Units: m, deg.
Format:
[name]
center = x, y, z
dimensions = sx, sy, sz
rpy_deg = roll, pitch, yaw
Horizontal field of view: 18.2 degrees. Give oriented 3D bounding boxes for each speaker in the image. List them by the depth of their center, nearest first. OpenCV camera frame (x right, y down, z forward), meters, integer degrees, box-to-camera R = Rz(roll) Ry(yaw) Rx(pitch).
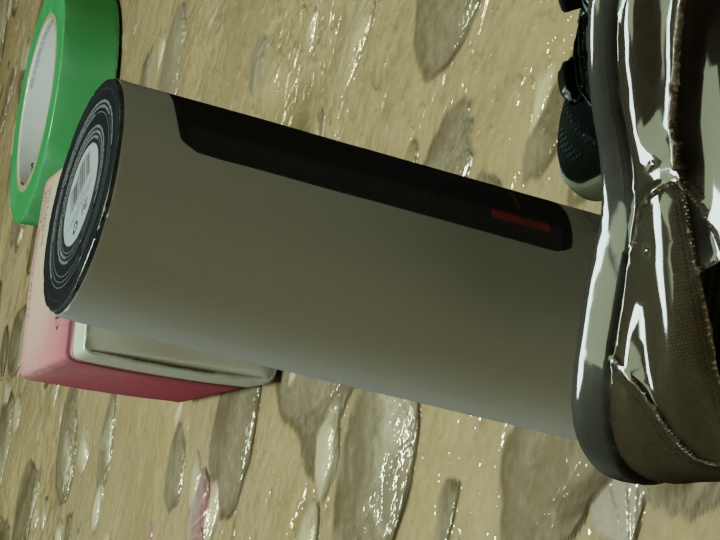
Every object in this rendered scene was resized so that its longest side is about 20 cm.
[speaker]
center = 0.000, 0.000, 0.754
dimensions = 0.081, 0.199, 0.081
rpy_deg = -165, 90, -71

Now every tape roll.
[tape roll]
center = -0.245, -0.134, 1.847
dimensions = 0.200, 0.048, 0.201
rpy_deg = -171, 90, -72

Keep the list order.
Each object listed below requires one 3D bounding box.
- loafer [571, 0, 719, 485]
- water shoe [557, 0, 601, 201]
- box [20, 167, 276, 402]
[loafer]
center = 0.112, -0.030, 0.650
dimensions = 0.071, 0.073, 0.201
rpy_deg = 16, 110, 47
[water shoe]
center = 0.089, -0.107, 0.724
dimensions = 0.072, 0.079, 0.200
rpy_deg = -98, 24, -44
[box]
center = -0.118, 0.001, 1.277
dimensions = 0.200, 0.109, 0.128
rpy_deg = 159, 119, -71
